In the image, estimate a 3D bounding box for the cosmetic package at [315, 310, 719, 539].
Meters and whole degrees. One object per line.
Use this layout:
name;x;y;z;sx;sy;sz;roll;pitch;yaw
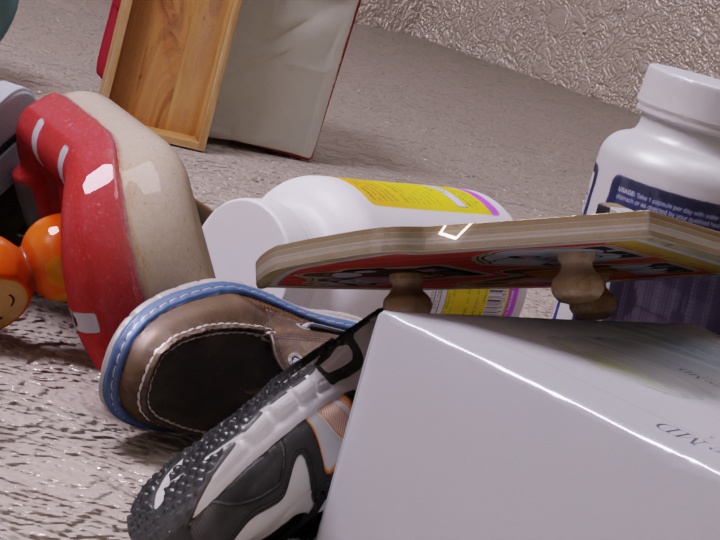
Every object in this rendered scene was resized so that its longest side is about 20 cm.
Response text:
cosmetic package;0.125;0.102;0.727;0.200;0.123;0.199;2;17;-45

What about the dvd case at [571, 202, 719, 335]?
dvd case;0.160;0.068;0.870;0.016;0.149;0.200;-1;18;-37

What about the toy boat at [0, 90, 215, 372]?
toy boat;-0.149;-0.005;0.968;0.131;0.131;0.200;-21;23;-16

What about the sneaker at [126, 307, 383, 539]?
sneaker;-0.017;0.080;0.781;0.080;0.074;0.200;58;32;-1

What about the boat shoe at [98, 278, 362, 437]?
boat shoe;-0.031;0.049;0.907;0.072;0.072;0.200;25;15;37

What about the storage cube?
storage cube;-0.126;-0.225;1.841;0.171;0.200;0.180;10;18;-28

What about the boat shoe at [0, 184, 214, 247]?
boat shoe;-0.172;-0.026;1.105;0.200;0.072;0.065;8;0;-8

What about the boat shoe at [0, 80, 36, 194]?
boat shoe;-0.237;-0.040;0.999;0.062;0.072;0.200;8;29;22

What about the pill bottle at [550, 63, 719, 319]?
pill bottle;0.192;-0.022;1.230;0.111;0.200;0.111;15;11;-3

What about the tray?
tray;-0.161;-0.213;1.702;0.099;0.200;0.037;12;11;-15

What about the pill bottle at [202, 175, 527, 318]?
pill bottle;0.000;0.000;1.111;0.104;0.104;0.200;24;13;38

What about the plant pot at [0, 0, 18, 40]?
plant pot;-0.400;-0.262;1.697;0.200;0.200;0.188;21;-3;26

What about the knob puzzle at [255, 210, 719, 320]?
knob puzzle;0.048;0.005;0.801;0.220;0.030;0.220;-2;-5;0
